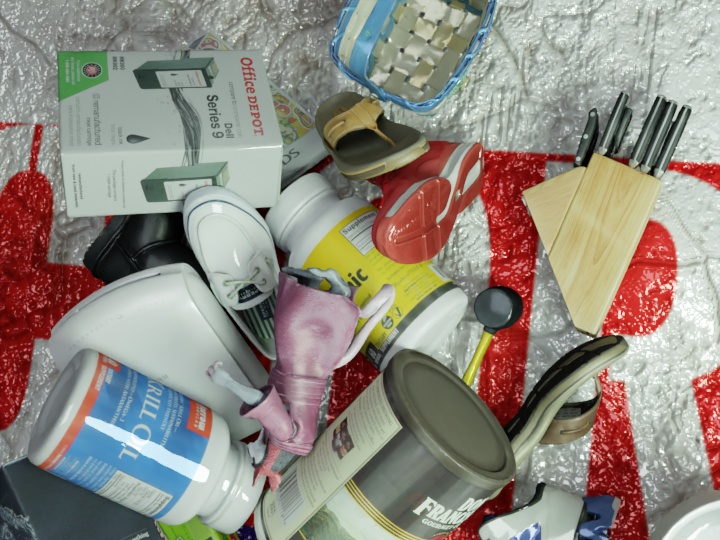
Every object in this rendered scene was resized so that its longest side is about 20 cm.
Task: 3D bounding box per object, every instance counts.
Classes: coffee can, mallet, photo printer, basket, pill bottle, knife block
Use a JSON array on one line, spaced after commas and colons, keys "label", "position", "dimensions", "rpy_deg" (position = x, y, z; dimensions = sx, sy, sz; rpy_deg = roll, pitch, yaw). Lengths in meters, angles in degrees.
[{"label": "coffee can", "position": [0.020, 0.192, 0.903], "dimensions": [0.200, 0.146, 0.147], "rpy_deg": [-47, 73, 21]}, {"label": "mallet", "position": [0.099, 0.106, 0.959], "dimensions": [0.041, 0.066, 0.202], "rpy_deg": [25, 90, 18]}, {"label": "photo printer", "position": [-0.192, 0.094, 0.981], "dimensions": [0.165, 0.070, 0.201], "rpy_deg": [-25, 120, 9]}, {"label": "basket", "position": [0.052, -0.242, 0.949], "dimensions": [0.138, 0.200, 0.178], "rpy_deg": [28, 90, 17]}, {"label": "pill bottle", "position": [-0.189, 0.162, 0.916], "dimensions": [0.199, 0.112, 0.113], "rpy_deg": [30, 90, -22]}, {"label": "knife block", "position": [0.250, -0.058, 0.942], "dimensions": [0.174, 0.064, 0.202], "rpy_deg": [-22, 77, 12]}, {"label": "pill bottle", "position": [0.000, 0.000, 0.977], "dimensions": [0.111, 0.111, 0.200], "rpy_deg": [-47, 73, 4]}]

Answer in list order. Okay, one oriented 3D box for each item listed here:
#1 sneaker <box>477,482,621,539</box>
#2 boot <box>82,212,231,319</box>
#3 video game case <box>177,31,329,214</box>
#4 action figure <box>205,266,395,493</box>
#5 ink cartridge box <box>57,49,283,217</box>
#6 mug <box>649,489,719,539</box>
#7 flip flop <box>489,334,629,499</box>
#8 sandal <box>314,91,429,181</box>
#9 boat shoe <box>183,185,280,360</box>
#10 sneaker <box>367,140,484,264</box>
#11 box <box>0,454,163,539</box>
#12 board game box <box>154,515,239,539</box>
[{"label": "sneaker", "position": [0.152, 0.282, 0.920], "dimensions": [0.114, 0.081, 0.201], "rpy_deg": [20, 81, 20]}, {"label": "boot", "position": [-0.186, -0.017, 1.051], "dimensions": [0.162, 0.073, 0.199], "rpy_deg": [42, 99, 18]}, {"label": "video game case", "position": [-0.153, -0.147, 1.035], "dimensions": [0.200, 0.023, 0.182], "rpy_deg": [41, 58, 16]}, {"label": "action figure", "position": [-0.051, 0.099, 0.895], "dimensions": [0.147, 0.134, 0.202], "rpy_deg": [9, 86, 12]}, {"label": "ink cartridge box", "position": [-0.181, -0.134, 0.949], "dimensions": [0.198, 0.085, 0.147], "rpy_deg": [-4, 51, -14]}, {"label": "mug", "position": [0.332, 0.251, 0.819], "dimensions": [0.198, 0.175, 0.150], "rpy_deg": [-8, 80, 13]}, {"label": "flip flop", "position": [0.181, 0.140, 0.931], "dimensions": [0.057, 0.081, 0.201], "rpy_deg": [38, 97, 0]}, {"label": "sandal", "position": [-0.003, -0.140, 0.962], "dimensions": [0.080, 0.054, 0.200], "rpy_deg": [-31, 33, -5]}, {"label": "boat shoe", "position": [-0.105, 0.007, 0.960], "dimensions": [0.073, 0.201, 0.067], "rpy_deg": [-24, 45, 5]}, {"label": "sneaker", "position": [0.033, -0.071, 0.958], "dimensions": [0.114, 0.200, 0.079], "rpy_deg": [11, 118, 27]}, {"label": "box", "position": [-0.283, 0.294, 0.966], "dimensions": [0.197, 0.117, 0.201], "rpy_deg": [-46, 69, 40]}, {"label": "board game box", "position": [-0.160, 0.315, 1.009], "dimensions": [0.101, 0.048, 0.201], "rpy_deg": [-35, 75, 8]}]
